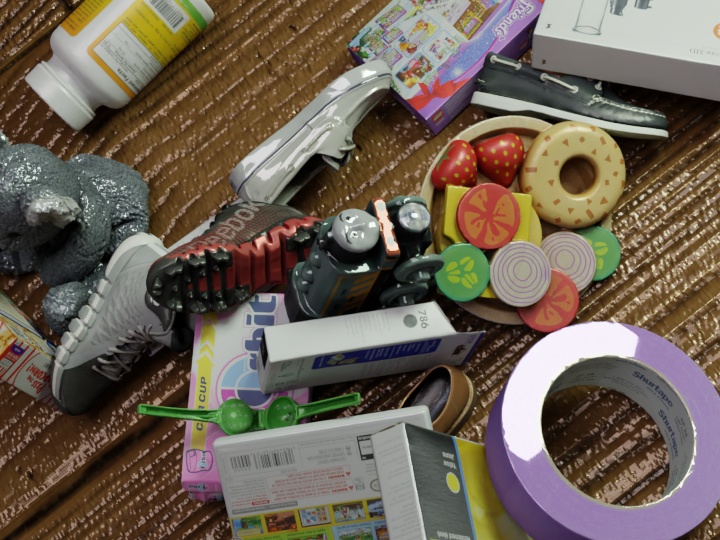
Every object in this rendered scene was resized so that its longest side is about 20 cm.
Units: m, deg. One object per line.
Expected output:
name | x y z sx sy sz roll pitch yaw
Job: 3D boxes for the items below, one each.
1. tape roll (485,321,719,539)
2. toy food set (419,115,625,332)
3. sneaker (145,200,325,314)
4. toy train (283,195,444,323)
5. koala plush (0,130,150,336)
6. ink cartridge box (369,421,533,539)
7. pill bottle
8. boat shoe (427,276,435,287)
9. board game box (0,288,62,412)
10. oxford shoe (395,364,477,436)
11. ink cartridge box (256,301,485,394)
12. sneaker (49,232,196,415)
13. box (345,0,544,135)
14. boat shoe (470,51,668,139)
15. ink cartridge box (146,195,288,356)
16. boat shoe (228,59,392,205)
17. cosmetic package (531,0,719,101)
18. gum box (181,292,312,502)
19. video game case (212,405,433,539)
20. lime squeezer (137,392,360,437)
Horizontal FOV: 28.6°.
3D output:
tape roll | 0.210 0.147 1.204 0.199 0.066 0.201 4 62 -8
toy food set | 0.149 -0.044 1.308 0.199 0.049 0.199 5 89 -15
sneaker | -0.124 -0.016 1.349 0.200 0.071 0.098 -19 38 -32
toy train | 0.000 0.000 1.277 0.114 0.200 0.085 -9 68 -19
koala plush | -0.324 -0.067 1.446 0.184 0.200 0.177 -47 62 -4
ink cartridge box | 0.096 0.239 1.178 0.047 0.197 0.201 -28 60 28
pill bottle | -0.268 -0.250 1.551 0.200 0.111 0.111 -44 62 -2
boat shoe | 0.103 -0.066 1.368 0.202 0.075 0.075 -42 62 -1
board game box | -0.382 0.049 1.447 0.046 0.152 0.200 -47 61 -4
oxford shoe | 0.033 0.171 1.299 0.071 0.071 0.200 25 80 25
ink cartridge box | 0.007 0.069 1.291 0.199 0.100 0.039 -6 69 -12
sneaker | -0.224 0.071 1.388 0.115 0.075 0.201 30 98 31
box | 0.102 -0.254 1.465 0.200 0.039 0.137 -43 61 -1
boat shoe | 0.204 -0.169 1.368 0.199 0.076 0.061 14 92 19
ink cartridge box | -0.149 0.000 1.451 0.200 0.037 0.095 -34 63 1
boat shoe | -0.038 -0.129 1.421 0.200 0.072 0.066 -38 75 -5
cosmetic package | 0.278 -0.244 1.354 0.199 0.052 0.151 12 57 13
gum box | -0.104 0.125 1.350 0.113 0.066 0.201 2 68 1
video game case | -0.019 0.223 1.265 0.199 0.023 0.183 -10 99 12
lime squeezer | -0.096 0.132 1.275 0.199 0.071 0.038 -3 86 5
